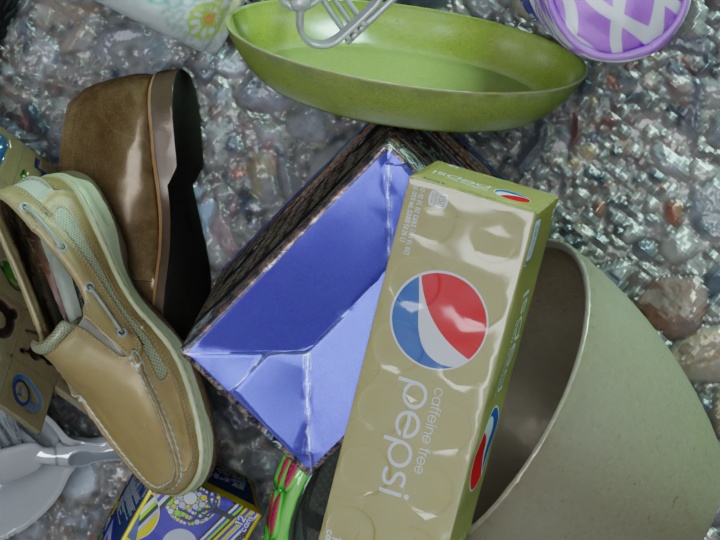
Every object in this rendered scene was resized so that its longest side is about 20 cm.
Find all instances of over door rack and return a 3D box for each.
[{"bbox_3d":[0.032,-0.212,1.490,0.200,0.148,0.067,-33,116,2],"label":"over door rack"}]

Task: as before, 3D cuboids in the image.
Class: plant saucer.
[{"bbox_3d":[0.024,-0.110,1.495,0.199,0.200,0.031,11,107,10],"label":"plant saucer"}]

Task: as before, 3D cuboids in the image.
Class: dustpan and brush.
[{"bbox_3d":[-0.200,0.108,1.616,0.199,0.057,0.140,-15,129,-19],"label":"dustpan and brush"}]

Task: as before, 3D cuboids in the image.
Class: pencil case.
[{"bbox_3d":[0.131,-0.158,1.470,0.084,0.200,0.086,-19,97,2],"label":"pencil case"}]

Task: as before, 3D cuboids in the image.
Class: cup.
[{"bbox_3d":[0.116,0.103,1.512,0.143,0.200,0.201,30,101,-21],"label":"cup"}]

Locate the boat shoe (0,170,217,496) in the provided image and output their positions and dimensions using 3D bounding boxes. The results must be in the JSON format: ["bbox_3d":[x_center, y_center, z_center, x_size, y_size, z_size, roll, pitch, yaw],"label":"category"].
[{"bbox_3d":[-0.153,0.040,1.531,0.072,0.076,0.200,-38,75,33],"label":"boat shoe"}]

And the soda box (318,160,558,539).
[{"bbox_3d":[0.038,0.052,1.368,0.067,0.064,0.201,17,103,11],"label":"soda box"}]

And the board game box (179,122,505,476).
[{"bbox_3d":[0.000,0.000,1.499,0.097,0.200,0.159,44,101,-6],"label":"board game box"}]

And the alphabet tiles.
[{"bbox_3d":[-0.211,-0.008,1.549,0.006,0.167,0.200,-24,130,38],"label":"alphabet tiles"}]

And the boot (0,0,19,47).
[{"bbox_3d":[-0.308,-0.173,1.624,0.199,0.066,0.165,22,97,13],"label":"boot"}]

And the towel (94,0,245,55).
[{"bbox_3d":[-0.128,-0.235,1.550,0.199,0.048,0.172,25,99,-19],"label":"towel"}]

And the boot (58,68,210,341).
[{"bbox_3d":[-0.132,-0.014,1.598,0.075,0.074,0.201,-4,84,13],"label":"boot"}]

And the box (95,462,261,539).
[{"bbox_3d":[-0.137,0.203,1.610,0.070,0.064,0.200,27,101,-13],"label":"box"}]

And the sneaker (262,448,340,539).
[{"bbox_3d":[-0.015,0.169,1.597,0.083,0.077,0.201,7,100,-7],"label":"sneaker"}]
